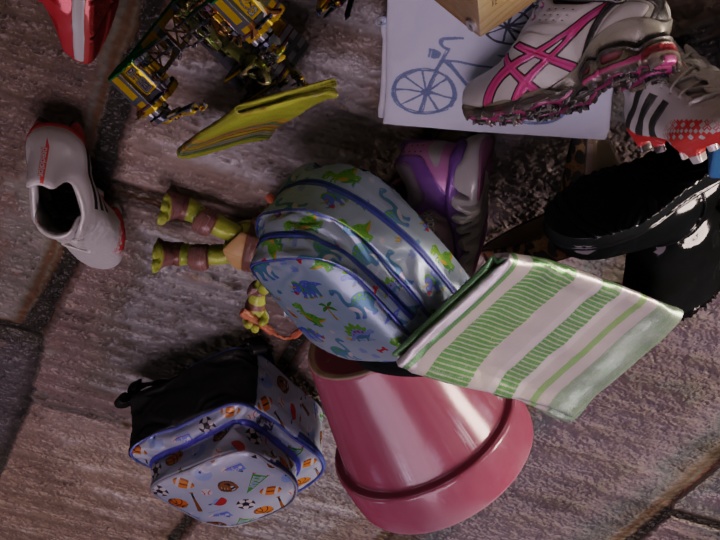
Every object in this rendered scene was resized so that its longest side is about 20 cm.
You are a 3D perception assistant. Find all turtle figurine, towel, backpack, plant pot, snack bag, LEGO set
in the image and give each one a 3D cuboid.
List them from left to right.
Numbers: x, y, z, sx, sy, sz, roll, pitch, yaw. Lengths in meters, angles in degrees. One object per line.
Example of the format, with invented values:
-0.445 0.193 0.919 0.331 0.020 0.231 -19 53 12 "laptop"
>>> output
-0.129 0.181 1.741 0.200 0.154 0.190 -21 147 30 "backpack"
-0.104 -0.029 1.499 0.161 0.064 0.200 14 133 -1 "turtle figurine"
-0.085 -0.116 1.301 0.086 0.018 0.200 -19 -178 -19 "towel"
-0.077 -0.165 1.213 0.200 0.154 0.116 -31 113 37 "LEGO set"
0.000 0.000 1.383 0.163 0.154 0.200 3 126 47 "backpack"
0.045 0.123 1.598 0.200 0.200 0.179 -13 124 27 "plant pot"
0.106 -0.182 1.269 0.188 0.021 0.200 5 138 5 "snack bag"
0.146 0.056 1.344 0.200 0.023 0.153 20 128 -34 "towel"

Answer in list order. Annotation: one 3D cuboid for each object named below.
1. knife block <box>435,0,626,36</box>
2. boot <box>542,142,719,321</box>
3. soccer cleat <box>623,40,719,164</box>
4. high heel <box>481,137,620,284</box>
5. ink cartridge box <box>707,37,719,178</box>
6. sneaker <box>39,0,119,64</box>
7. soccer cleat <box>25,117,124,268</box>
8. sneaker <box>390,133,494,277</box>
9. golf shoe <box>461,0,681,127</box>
0.115 -0.252 1.153 0.176 0.200 0.064 -36 147 -18 "knife block"
0.235 -0.018 1.368 0.198 0.073 0.163 -28 139 -24 "boot"
0.240 -0.129 1.207 0.069 0.085 0.200 -23 -170 -9 "soccer cleat"
0.155 -0.057 1.428 0.143 0.071 0.200 21 133 35 "high heel"
0.329 -0.153 1.237 0.116 0.068 0.200 2 145 6 "ink cartridge box"
-0.241 -0.247 1.216 0.115 0.078 0.200 13 134 6 "sneaker"
-0.257 -0.050 1.461 0.069 0.085 0.200 3 145 7 "soccer cleat"
0.065 -0.047 1.438 0.088 0.081 0.200 9 141 9 "sneaker"
0.151 -0.164 1.224 0.073 0.092 0.200 -5 171 -43 "golf shoe"
